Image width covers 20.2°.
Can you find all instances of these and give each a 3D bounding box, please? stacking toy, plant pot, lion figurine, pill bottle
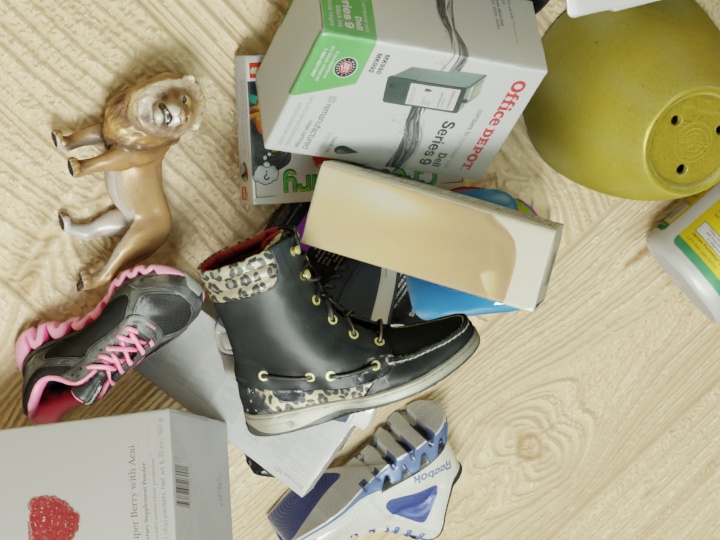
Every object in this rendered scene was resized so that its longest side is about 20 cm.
[{"bbox_3d":[0.125,-0.026,1.799,0.200,0.115,0.111,-16,98,-62],"label":"stacking toy"},{"bbox_3d":[0.263,-0.142,1.795,0.199,0.142,0.201,-9,118,-18],"label":"plant pot"},{"bbox_3d":[-0.190,-0.073,1.695,0.122,0.073,0.201,-16,135,-23],"label":"lion figurine"},{"bbox_3d":[0.378,-0.053,1.906,0.200,0.113,0.113,-41,124,1],"label":"pill bottle"}]

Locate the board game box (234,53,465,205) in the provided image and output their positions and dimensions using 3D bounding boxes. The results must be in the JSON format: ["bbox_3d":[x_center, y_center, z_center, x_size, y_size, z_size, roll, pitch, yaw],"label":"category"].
[{"bbox_3d":[-0.007,-0.126,1.732,0.199,0.035,0.127,-6,98,-20],"label":"board game box"}]

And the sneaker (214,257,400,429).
[{"bbox_3d":[-0.045,0.025,1.719,0.145,0.203,0.077,13,150,-6],"label":"sneaker"}]

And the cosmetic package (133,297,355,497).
[{"bbox_3d":[-0.102,0.103,1.759,0.200,0.051,0.083,37,99,6],"label":"cosmetic package"}]

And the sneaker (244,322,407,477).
[{"bbox_3d":[-0.018,0.123,1.811,0.199,0.088,0.076,-29,144,18],"label":"sneaker"}]

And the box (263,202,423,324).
[{"bbox_3d":[0.000,0.000,1.822,0.199,0.036,0.143,30,100,-30],"label":"box"}]

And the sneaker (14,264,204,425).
[{"bbox_3d":[-0.212,0.070,1.697,0.199,0.096,0.079,-30,126,26],"label":"sneaker"}]

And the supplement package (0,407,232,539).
[{"bbox_3d":[-0.223,0.191,1.703,0.199,0.122,0.120,-9,168,19],"label":"supplement package"}]

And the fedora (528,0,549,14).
[{"bbox_3d":[0.063,-0.263,1.665,0.199,0.092,0.201,-2,156,-1],"label":"fedora"}]

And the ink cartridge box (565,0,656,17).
[{"bbox_3d":[0.249,-0.296,1.743,0.199,0.067,0.117,-14,108,-15],"label":"ink cartridge box"}]

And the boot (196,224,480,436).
[{"bbox_3d":[-0.019,0.034,1.607,0.202,0.074,0.155,-19,108,5],"label":"boot"}]

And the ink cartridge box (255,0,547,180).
[{"bbox_3d":[0.033,-0.160,1.640,0.199,0.084,0.146,7,141,-21],"label":"ink cartridge box"}]

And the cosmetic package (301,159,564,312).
[{"bbox_3d":[0.061,-0.030,1.652,0.199,0.105,0.072,17,97,9],"label":"cosmetic package"}]

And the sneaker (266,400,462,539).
[{"bbox_3d":[0.022,0.225,1.920,0.199,0.081,0.115,-35,121,-4],"label":"sneaker"}]
